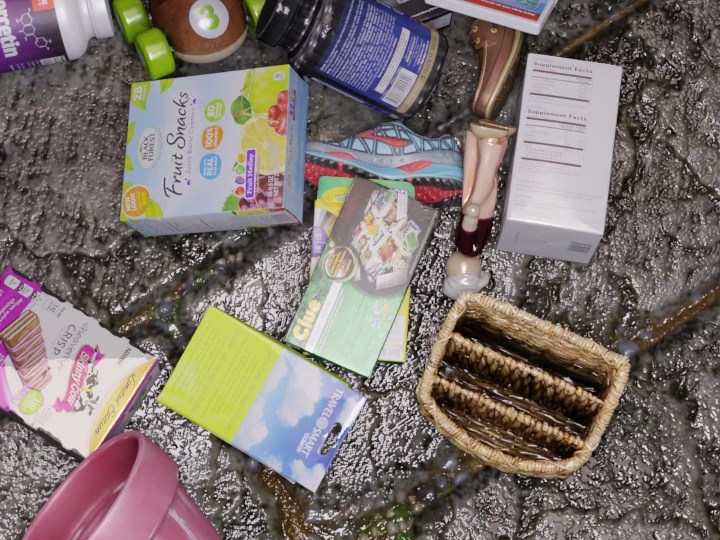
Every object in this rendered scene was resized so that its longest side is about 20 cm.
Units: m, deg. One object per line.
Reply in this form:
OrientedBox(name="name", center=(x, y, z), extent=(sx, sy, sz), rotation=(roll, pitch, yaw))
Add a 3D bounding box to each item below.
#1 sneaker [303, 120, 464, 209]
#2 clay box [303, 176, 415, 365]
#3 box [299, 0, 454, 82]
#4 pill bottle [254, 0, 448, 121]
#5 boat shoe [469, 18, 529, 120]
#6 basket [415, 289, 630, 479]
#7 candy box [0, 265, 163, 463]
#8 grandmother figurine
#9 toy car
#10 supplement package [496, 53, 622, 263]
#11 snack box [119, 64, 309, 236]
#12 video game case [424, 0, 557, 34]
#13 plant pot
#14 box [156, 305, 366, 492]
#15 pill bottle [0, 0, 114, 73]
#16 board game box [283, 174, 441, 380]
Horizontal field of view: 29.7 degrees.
OrientedBox(name="sneaker", center=(0.023, -0.127, 1.560), extent=(0.198, 0.080, 0.096), rotation=(8, 56, -4))
OrientedBox(name="clay box", center=(0.000, 0.000, 1.513), extent=(0.114, 0.048, 0.202), rotation=(5, 81, 0))
OrientedBox(name="box", center=(-0.008, -0.333, 1.621), extent=(0.199, 0.050, 0.159), rotation=(-22, 75, -8))
OrientedBox(name="pill bottle", center=(-0.011, -0.255, 1.514), extent=(0.199, 0.112, 0.113), rotation=(24, 73, -18))
OrientedBox(name="boat shoe", center=(0.159, -0.266, 1.599), extent=(0.067, 0.072, 0.201), rotation=(15, 67, 8))
OrientedBox(name="basket", center=(0.163, 0.132, 1.438), extent=(0.199, 0.149, 0.144), rotation=(25, 74, 5))
OrientedBox(name="candy box", center=(-0.335, 0.106, 1.477), extent=(0.199, 0.061, 0.137), rotation=(30, 74, 6))
OrientedBox(name="grandmother figurine", center=(0.128, -0.064, 1.507), extent=(0.060, 0.121, 0.202), rotation=(17, 105, 24))
OrientedBox(name="toy car", center=(-0.201, -0.347, 1.526), extent=(0.163, 0.201, 0.158), rotation=(-24, 47, -13))
OrientedBox(name="supplement package", center=(0.224, -0.126, 1.533), extent=(0.109, 0.114, 0.202), rotation=(9, 74, 3))
OrientedBox(name="snack box", center=(-0.163, -0.132, 1.519), extent=(0.198, 0.068, 0.170), rotation=(-5, 72, 19))
OrientedBox(name="video game case", center=(0.179, -0.362, 1.604), extent=(0.142, 0.018, 0.201), rotation=(19, 53, 16))
OrientedBox(name="plant pot", center=(-0.221, 0.292, 1.355), extent=(0.179, 0.200, 0.200), rotation=(44, 75, -18))
OrientedBox(name="box", center=(-0.105, 0.138, 1.469), extent=(0.199, 0.048, 0.123), rotation=(29, 89, 6))
OrientedBox(name="pill bottle", center=(-0.390, -0.290, 1.565), extent=(0.198, 0.113, 0.113), rotation=(-12, 74, -5))
OrientedBox(name="board game box", center=(0.002, 0.007, 1.476), extent=(0.104, 0.023, 0.201), rotation=(24, 81, 1))
